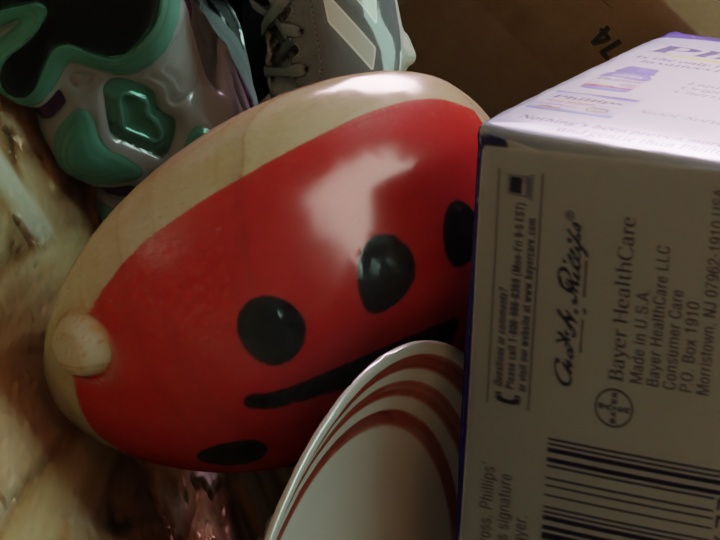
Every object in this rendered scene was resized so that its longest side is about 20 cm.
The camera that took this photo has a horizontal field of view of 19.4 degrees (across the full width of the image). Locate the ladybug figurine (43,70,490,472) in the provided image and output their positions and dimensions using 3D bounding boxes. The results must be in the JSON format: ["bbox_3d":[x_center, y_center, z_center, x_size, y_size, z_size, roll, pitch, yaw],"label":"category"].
[{"bbox_3d":[-0.012,0.008,0.668,0.072,0.136,0.200,39,39,28],"label":"ladybug figurine"}]

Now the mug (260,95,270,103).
[{"bbox_3d":[0.015,-0.069,1.055,0.200,0.148,0.175,-50,129,-44],"label":"mug"}]

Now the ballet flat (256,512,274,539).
[{"bbox_3d":[0.002,0.118,0.765,0.071,0.069,0.200,51,0,32],"label":"ballet flat"}]

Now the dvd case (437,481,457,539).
[{"bbox_3d":[0.019,0.061,0.814,0.143,0.018,0.200,58,2,-43],"label":"dvd case"}]

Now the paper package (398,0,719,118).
[{"bbox_3d":[0.109,-0.058,0.876,0.200,0.191,0.103,46,39,12],"label":"paper package"}]

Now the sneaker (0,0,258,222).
[{"bbox_3d":[-0.090,-0.094,0.774,0.140,0.078,0.200,-100,171,-57],"label":"sneaker"}]

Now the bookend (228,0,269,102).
[{"bbox_3d":[-0.086,-0.188,0.876,0.200,0.092,0.199,45,-13,6],"label":"bookend"}]

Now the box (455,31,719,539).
[{"bbox_3d":[0.116,0.028,0.704,0.200,0.105,0.184,-28,124,-60],"label":"box"}]

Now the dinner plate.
[{"bbox_3d":[0.000,0.119,0.635,0.200,0.024,0.200,8,90,-66],"label":"dinner plate"}]

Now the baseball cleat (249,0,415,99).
[{"bbox_3d":[-0.030,-0.114,0.733,0.070,0.106,0.200,4,-92,62],"label":"baseball cleat"}]
